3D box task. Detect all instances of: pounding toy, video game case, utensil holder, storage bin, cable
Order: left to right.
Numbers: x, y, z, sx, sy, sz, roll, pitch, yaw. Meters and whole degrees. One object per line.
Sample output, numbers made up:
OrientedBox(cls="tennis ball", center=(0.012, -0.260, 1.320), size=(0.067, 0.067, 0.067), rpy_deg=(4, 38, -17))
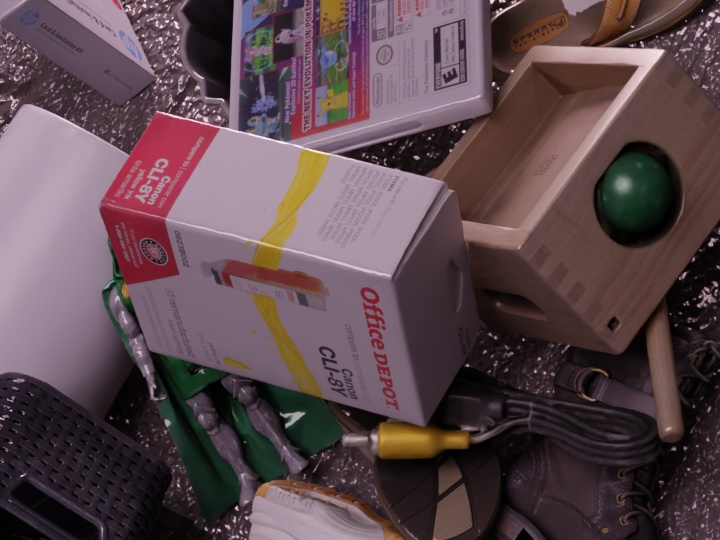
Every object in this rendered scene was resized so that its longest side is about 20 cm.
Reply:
OrientedBox(cls="storage bin", center=(-0.232, 0.162, 1.738), size=(0.200, 0.135, 0.094), rpy_deg=(-30, 31, 50))
OrientedBox(cls="utensil holder", center=(-0.217, 0.010, 1.832), size=(0.170, 0.170, 0.201), rpy_deg=(25, 82, 34))
OrientedBox(cls="video game case", center=(0.000, -0.164, 1.748), size=(0.181, 0.023, 0.201), rpy_deg=(-14, 54, 20))
OrientedBox(cls="cable", center=(0.093, 0.096, 1.633), size=(0.199, 0.097, 0.051), rpy_deg=(8, 111, 19))
OrientedBox(cls="pounding toy", center=(0.147, -0.021, 1.624), size=(0.184, 0.142, 0.200), rpy_deg=(-52, 25, -14))

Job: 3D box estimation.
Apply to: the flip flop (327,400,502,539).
OrientedBox(cls="flip flop", center=(0.034, 0.124, 1.693), size=(0.081, 0.058, 0.200), rpy_deg=(-19, 31, -14))

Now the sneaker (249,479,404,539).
OrientedBox(cls="sneaker", center=(0.013, 0.200, 1.692), size=(0.199, 0.075, 0.088), rpy_deg=(17, 97, 35))

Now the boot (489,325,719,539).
OrientedBox(cls="boot", center=(0.170, 0.115, 1.626), size=(0.200, 0.069, 0.175), rpy_deg=(30, 88, 37))

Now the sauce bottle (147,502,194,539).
OrientedBox(cls="sauce bottle", center=(-0.176, 0.245, 1.775), size=(0.066, 0.066, 0.201), rpy_deg=(22, 83, 34))

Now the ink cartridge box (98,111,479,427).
OrientedBox(cls="ink cartridge box", center=(-0.041, 0.000, 1.606), size=(0.199, 0.146, 0.084), rpy_deg=(14, 53, 23))

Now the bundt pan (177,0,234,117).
OrientedBox(cls="bundt pan", center=(-0.023, -0.178, 1.848), size=(0.201, 0.076, 0.203), rpy_deg=(-11, 66, 26))

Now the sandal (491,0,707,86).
OrientedBox(cls="sandal", center=(0.160, -0.187, 1.760), size=(0.199, 0.054, 0.081), rpy_deg=(-28, 60, 18))

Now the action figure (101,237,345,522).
OrientedBox(cls="action figure", center=(-0.109, 0.057, 1.756), size=(0.118, 0.055, 0.200), rpy_deg=(-33, 95, 5))

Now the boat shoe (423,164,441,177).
OrientedBox(cls="boat shoe", center=(0.002, 0.001, 1.770), size=(0.200, 0.063, 0.073), rpy_deg=(-35, 57, 13))

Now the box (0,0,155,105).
OrientedBox(cls="box", center=(-0.238, -0.231, 1.944), size=(0.041, 0.156, 0.201), rpy_deg=(-34, 57, 15))
